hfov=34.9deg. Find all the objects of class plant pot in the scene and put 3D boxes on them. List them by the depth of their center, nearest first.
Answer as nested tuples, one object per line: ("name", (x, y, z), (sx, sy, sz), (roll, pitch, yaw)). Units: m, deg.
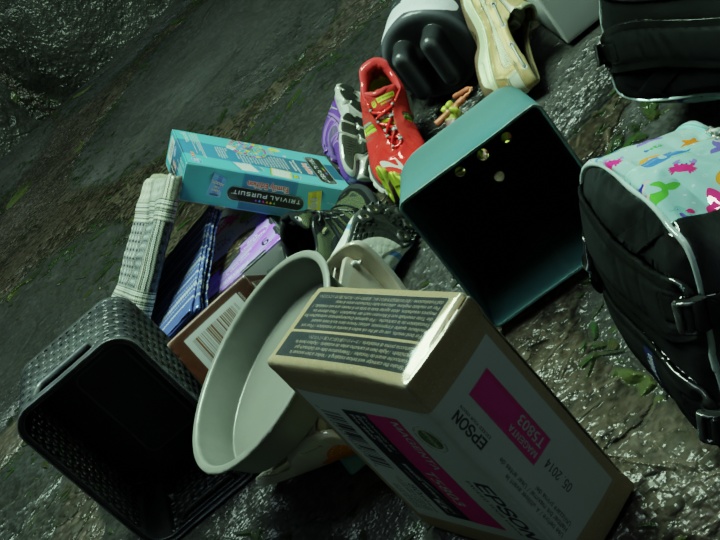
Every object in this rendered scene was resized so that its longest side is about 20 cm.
("plant pot", (0.124, -0.079, 1.031), (0.141, 0.141, 0.200), (-36, 19, 12))

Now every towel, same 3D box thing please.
("towel", (-0.206, 0.029, 1.286), (0.145, 0.024, 0.200), (-45, 25, 28))
("towel", (-0.252, -0.020, 1.315), (0.200, 0.034, 0.194), (-168, 92, -72))

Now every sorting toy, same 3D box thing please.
("sorting toy", (-0.030, 0.110, 1.008), (0.180, 0.107, 0.201), (-36, 34, 41))

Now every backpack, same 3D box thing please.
("backpack", (0.222, -0.001, 0.716), (0.150, 0.178, 0.200), (-24, 23, -7))
("backpack", (0.306, -0.232, 0.958), (0.150, 0.178, 0.200), (-19, 16, -27))

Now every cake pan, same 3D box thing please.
("cake pan", (-0.071, 0.080, 0.946), (0.200, 0.037, 0.201), (-45, 28, 32))

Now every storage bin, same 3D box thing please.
("storage bin", (-0.208, 0.141, 1.074), (0.135, 0.200, 0.094), (-40, 27, 4))

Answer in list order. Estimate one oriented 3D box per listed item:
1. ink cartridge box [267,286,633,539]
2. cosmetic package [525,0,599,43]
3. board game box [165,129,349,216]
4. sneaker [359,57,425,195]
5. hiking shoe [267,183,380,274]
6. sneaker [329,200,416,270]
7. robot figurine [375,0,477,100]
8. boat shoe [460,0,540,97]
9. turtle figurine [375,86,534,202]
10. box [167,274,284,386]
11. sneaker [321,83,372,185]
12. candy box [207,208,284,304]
("ink cartridge box", (0.057, 0.102, 0.767), (0.075, 0.200, 0.164), (-53, 27, -21))
("cosmetic package", (0.258, -0.392, 1.337), (0.200, 0.123, 0.200), (-37, 26, 8))
("board game box", (-0.123, -0.111, 1.364), (0.151, 0.199, 0.047), (-124, 46, -64))
("sneaker", (0.029, -0.166, 1.309), (0.077, 0.085, 0.201), (-20, 49, 4))
("hiking shoe", (-0.035, -0.041, 1.228), (0.076, 0.101, 0.200), (-22, 32, 34))
("sneaker", (0.000, 0.000, 1.163), (0.073, 0.072, 0.200), (-57, 2, 45))
("robot figurine", (0.093, -0.294, 1.420), (0.149, 0.125, 0.200), (8, 40, 4))
("boat shoe", (0.166, -0.281, 1.292), (0.076, 0.071, 0.201), (-27, 64, 36))
("turtle figurine", (0.099, -0.125, 1.211), (0.161, 0.065, 0.200), (-30, 32, -8))
("box", (-0.117, 0.062, 1.133), (0.100, 0.075, 0.200), (-42, 1, 1))
("sneaker", (-0.008, -0.154, 1.424), (0.084, 0.080, 0.200), (-59, 19, 27))
("candy box", (-0.151, 0.005, 1.354), (0.168, 0.072, 0.200), (-42, 26, 3))
